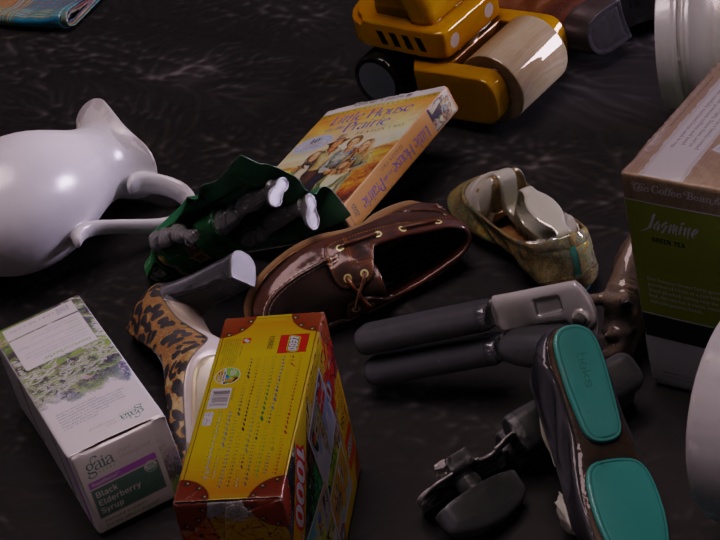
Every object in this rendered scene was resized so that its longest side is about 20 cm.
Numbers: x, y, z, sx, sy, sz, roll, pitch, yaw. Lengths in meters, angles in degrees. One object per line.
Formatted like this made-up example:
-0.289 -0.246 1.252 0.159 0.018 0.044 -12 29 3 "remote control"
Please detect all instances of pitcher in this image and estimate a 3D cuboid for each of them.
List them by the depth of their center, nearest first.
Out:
-0.260 -0.061 1.886 0.171 0.122 0.200 30 40 26 "pitcher"

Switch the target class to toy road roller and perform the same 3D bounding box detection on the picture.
0.083 -0.231 1.970 0.199 0.146 0.123 15 44 35 "toy road roller"

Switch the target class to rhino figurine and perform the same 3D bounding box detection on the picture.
0.226 0.001 1.640 0.060 0.088 0.200 12 46 35 "rhino figurine"

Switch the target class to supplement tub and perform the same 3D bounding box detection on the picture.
0.363 -0.205 1.840 0.199 0.146 0.146 -1 36 18 "supplement tub"

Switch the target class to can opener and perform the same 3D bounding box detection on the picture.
0.126 0.129 1.539 0.200 0.053 0.067 -32 73 -23 "can opener"
0.085 0.050 1.597 0.199 0.053 0.066 -10 12 29 "can opener"

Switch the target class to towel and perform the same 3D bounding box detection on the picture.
-0.367 -0.314 2.354 0.199 0.022 0.147 8 39 28 "towel"

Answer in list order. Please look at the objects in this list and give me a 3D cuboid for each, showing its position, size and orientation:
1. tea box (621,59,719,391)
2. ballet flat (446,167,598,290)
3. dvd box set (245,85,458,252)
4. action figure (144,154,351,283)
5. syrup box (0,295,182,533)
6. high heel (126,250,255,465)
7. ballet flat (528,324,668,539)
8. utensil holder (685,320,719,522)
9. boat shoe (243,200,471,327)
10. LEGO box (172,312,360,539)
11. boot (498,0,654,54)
0.306 -0.036 1.571 0.133 0.197 0.200 13 42 33 "tea box"
0.132 -0.048 1.764 0.070 0.071 0.200 -24 35 -16 "ballet flat"
-0.018 -0.089 1.870 0.146 0.029 0.200 -8 30 41 "dvd box set"
-0.117 -0.030 1.779 0.200 0.118 0.055 -24 44 44 "action figure"
-0.210 0.108 1.641 0.078 0.082 0.200 -25 36 -14 "syrup box"
-0.149 0.090 1.695 0.142 0.071 0.201 -26 43 40 "high heel"
0.161 0.136 1.474 0.073 0.073 0.201 -15 67 -3 "ballet flat"
0.336 0.109 1.385 0.199 0.171 0.170 9 40 34 "utensil holder"
0.000 0.000 1.734 0.200 0.071 0.070 -31 34 -24 "boat shoe"
-0.060 0.149 1.473 0.077 0.149 0.200 -5 36 12 "LEGO box"
0.229 -0.277 2.085 0.188 0.069 0.200 -36 32 -18 "boot"
